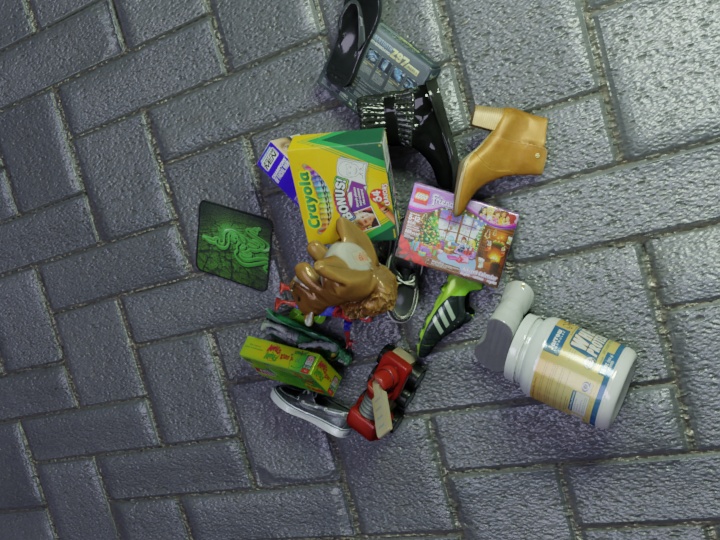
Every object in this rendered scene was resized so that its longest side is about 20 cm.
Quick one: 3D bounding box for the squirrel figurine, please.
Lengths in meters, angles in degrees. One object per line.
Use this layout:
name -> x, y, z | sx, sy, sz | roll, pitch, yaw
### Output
squirrel figurine -> -0.034, 0.036, 1.652 | 0.198, 0.143, 0.187 | 31, 134, -16

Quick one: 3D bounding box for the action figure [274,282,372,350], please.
action figure -> -0.068, 0.089, 1.795 | 0.195, 0.100, 0.066 | 11, 124, -13

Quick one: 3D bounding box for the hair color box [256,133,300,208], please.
hair color box -> -0.095, -0.171, 1.773 | 0.200, 0.109, 0.065 | 44, 120, 12

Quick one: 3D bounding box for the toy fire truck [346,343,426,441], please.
toy fire truck -> 0.036, 0.264, 1.759 | 0.128, 0.199, 0.178 | 34, 117, 18

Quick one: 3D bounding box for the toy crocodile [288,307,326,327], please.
toy crocodile -> -0.084, 0.042, 1.856 | 0.066, 0.062, 0.202 | 22, 120, -17

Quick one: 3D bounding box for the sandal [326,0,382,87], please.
sandal -> -0.013, -0.427, 1.639 | 0.075, 0.043, 0.204 | 25, 112, 24

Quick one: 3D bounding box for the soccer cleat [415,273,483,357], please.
soccer cleat -> 0.166, 0.091, 1.721 | 0.080, 0.068, 0.203 | 27, 115, 7

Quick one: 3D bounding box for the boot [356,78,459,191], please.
boot -> 0.087, -0.226, 1.627 | 0.154, 0.080, 0.215 | -17, 106, 5

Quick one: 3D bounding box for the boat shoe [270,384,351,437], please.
boat shoe -> -0.100, 0.277, 1.918 | 0.197, 0.071, 0.069 | 25, 110, 25

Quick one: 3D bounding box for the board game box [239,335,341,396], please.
board game box -> -0.146, 0.198, 1.889 | 0.197, 0.102, 0.048 | 11, 64, 36

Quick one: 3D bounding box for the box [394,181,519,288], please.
box -> 0.172, -0.064, 1.640 | 0.196, 0.039, 0.140 | 17, 101, 5

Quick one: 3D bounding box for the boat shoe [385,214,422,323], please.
boat shoe -> 0.084, -0.004, 1.707 | 0.072, 0.060, 0.205 | 8, 87, -8

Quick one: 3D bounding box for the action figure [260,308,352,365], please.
action figure -> -0.109, 0.148, 1.877 | 0.196, 0.056, 0.119 | 20, 156, 7

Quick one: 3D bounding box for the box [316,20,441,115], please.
box -> 0.032, -0.361, 1.683 | 0.199, 0.051, 0.159 | 39, 119, 16

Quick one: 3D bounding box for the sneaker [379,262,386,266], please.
sneaker -> 0.000, 0.000, 1.772 | 0.195, 0.077, 0.087 | 5, 95, 1

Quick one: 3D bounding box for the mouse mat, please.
mouse mat -> -0.275, -0.054, 1.970 | 0.196, 0.007, 0.165 | 16, 111, 25

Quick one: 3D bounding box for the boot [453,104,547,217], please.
boot -> 0.243, -0.176, 1.568 | 0.141, 0.071, 0.206 | 13, 100, -2

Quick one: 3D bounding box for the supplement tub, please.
supplement tub -> 0.362, 0.170, 1.578 | 0.197, 0.144, 0.148 | 22, 113, 22

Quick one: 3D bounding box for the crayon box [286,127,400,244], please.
crayon box -> -0.027, -0.145, 1.624 | 0.168, 0.059, 0.203 | -4, 126, 11

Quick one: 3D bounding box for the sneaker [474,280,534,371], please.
sneaker -> 0.268, 0.099, 1.656 | 0.073, 0.116, 0.201 | 29, 152, 11
